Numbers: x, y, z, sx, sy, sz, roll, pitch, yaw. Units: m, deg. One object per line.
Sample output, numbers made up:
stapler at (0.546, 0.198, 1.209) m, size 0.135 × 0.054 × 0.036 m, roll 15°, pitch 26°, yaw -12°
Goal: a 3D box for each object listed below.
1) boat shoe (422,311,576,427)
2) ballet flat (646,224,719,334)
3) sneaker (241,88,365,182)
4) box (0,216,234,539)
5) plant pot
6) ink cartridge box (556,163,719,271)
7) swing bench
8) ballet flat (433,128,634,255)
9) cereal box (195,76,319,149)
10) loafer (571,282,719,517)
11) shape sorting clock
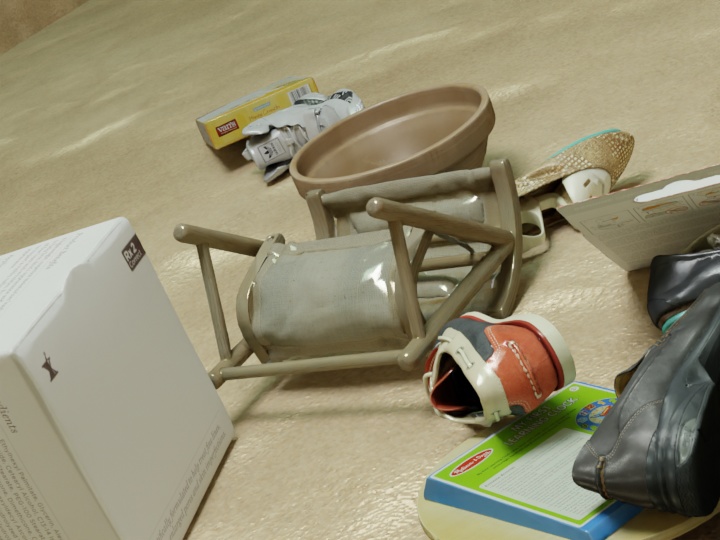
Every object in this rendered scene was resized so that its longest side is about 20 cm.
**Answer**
boat shoe at (0.073, 0.069, 0.918) m, size 0.062 × 0.071 × 0.200 m, roll -30°, pitch 2°, yaw -15°
ballet flat at (0.282, -0.013, 0.944) m, size 0.199 × 0.073 × 0.073 m, roll -18°, pitch 22°, yaw 18°
sneaker at (-0.061, -0.146, 1.599) m, size 0.115 × 0.075 × 0.200 m, roll -30°, pitch 18°, yaw -16°
box at (-0.207, 0.102, 0.999) m, size 0.130 × 0.201 × 0.199 m, roll -16°, pitch 22°, yaw 21°
plant pot at (0.041, -0.092, 1.345) m, size 0.200 × 0.093 × 0.201 m, roll -20°, pitch 23°, yaw 9°
ink cartridge box at (0.231, -0.056, 0.987) m, size 0.161 × 0.050 × 0.200 m, roll -15°, pitch -19°, yaw 21°
swing bench at (0.000, 0.000, 1.117) m, size 0.198 × 0.131 × 0.200 m, roll -7°, pitch 7°, yaw 36°
ballet flat at (0.153, -0.052, 1.203) m, size 0.199 × 0.071 × 0.065 m, roll -27°, pitch 49°, yaw -3°
cereal box at (-0.131, -0.199, 1.788) m, size 0.143 × 0.040 × 0.200 m, roll -25°, pitch 11°, yaw -5°
loafer at (0.177, 0.062, 0.805) m, size 0.072 × 0.073 × 0.200 m, roll -2°, pitch 23°, yaw 28°
shape sorting clock at (0.130, 0.120, 0.838) m, size 0.199 × 0.039 × 0.200 m, roll -11°, pitch 20°, yaw 4°
